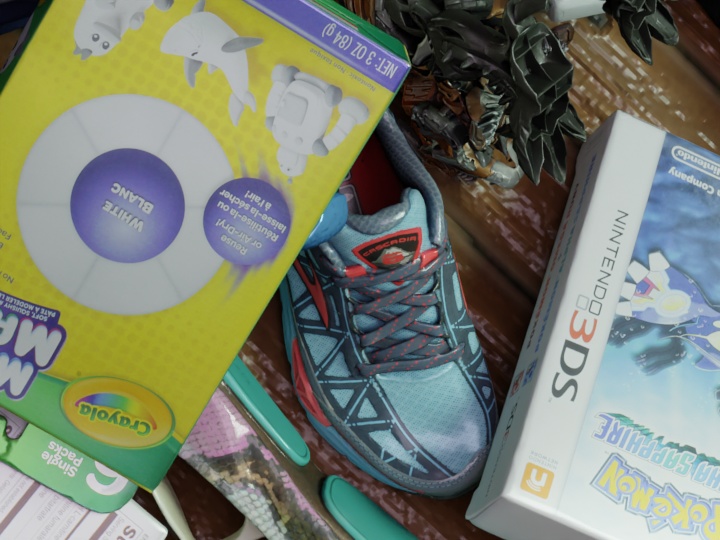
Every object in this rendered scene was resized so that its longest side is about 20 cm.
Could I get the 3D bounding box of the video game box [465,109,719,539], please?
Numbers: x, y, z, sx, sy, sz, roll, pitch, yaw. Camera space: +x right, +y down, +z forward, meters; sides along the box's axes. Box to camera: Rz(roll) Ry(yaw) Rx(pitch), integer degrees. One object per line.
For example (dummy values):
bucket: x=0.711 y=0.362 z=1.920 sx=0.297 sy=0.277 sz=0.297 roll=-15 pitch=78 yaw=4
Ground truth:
video game box: x=0.161 y=0.054 z=0.906 sx=0.199 sy=0.047 sz=0.183 roll=23 pitch=66 yaw=-8

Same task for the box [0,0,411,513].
box: x=-0.083 y=-0.017 z=0.756 sx=0.117 sy=0.048 sz=0.201 roll=29 pitch=103 yaw=-9

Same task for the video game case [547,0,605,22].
video game case: x=0.155 y=-0.209 z=0.933 sx=0.198 sy=0.023 sz=0.183 roll=-11 pitch=77 yaw=-4

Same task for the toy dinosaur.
toy dinosaur: x=0.035 y=-0.098 z=0.846 sx=0.135 sy=0.200 sz=0.103 roll=23 pitch=81 yaw=34

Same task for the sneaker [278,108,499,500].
sneaker: x=0.000 y=0.000 z=0.880 sx=0.079 sy=0.096 sz=0.201 roll=-24 pitch=91 yaw=-9

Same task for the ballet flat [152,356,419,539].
ballet flat: x=-0.034 y=0.098 z=0.889 sx=0.071 sy=0.069 sz=0.200 roll=-44 pitch=90 yaw=8

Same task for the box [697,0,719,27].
box: x=0.279 y=-0.105 z=0.940 sx=0.199 sy=0.048 sz=0.194 roll=-35 pitch=74 yaw=-11

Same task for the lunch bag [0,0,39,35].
lunch bag: x=-0.135 y=-0.171 z=0.849 sx=0.199 sy=0.132 sz=0.137 roll=-22 pitch=90 yaw=-12

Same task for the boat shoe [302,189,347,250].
boat shoe: x=-0.101 y=-0.035 z=0.855 sx=0.198 sy=0.084 sz=0.069 roll=-6 pitch=96 yaw=13

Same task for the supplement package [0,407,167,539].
supplement package: x=-0.185 y=0.075 z=0.832 sx=0.200 sy=0.114 sz=0.110 roll=41 pitch=79 yaw=-5
